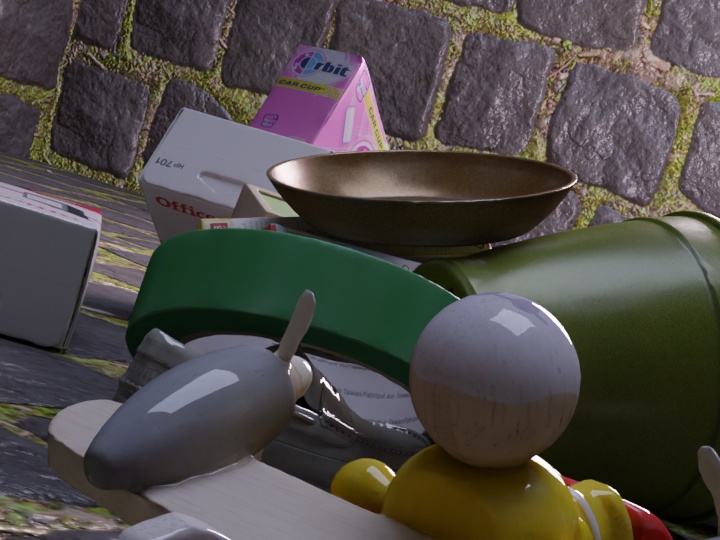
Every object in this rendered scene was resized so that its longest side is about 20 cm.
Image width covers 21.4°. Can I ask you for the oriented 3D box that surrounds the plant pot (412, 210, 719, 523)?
[{"bbox_3d":[0.125,0.059,1.192,0.192,0.202,0.200,2,9,-27],"label":"plant pot"}]

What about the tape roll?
[{"bbox_3d":[-0.024,0.044,1.022,0.199,0.049,0.201,13,-22,5],"label":"tape roll"}]

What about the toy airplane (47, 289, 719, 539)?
[{"bbox_3d":[0.011,0.072,0.484,0.198,0.142,0.199,17,3,-4],"label":"toy airplane"}]

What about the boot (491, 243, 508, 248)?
[{"bbox_3d":[0.165,0.007,1.486,0.137,0.078,0.200,-11,2,-12],"label":"boot"}]

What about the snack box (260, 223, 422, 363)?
[{"bbox_3d":[-0.024,0.036,1.266,0.199,0.053,0.142,14,-30,-39],"label":"snack box"}]

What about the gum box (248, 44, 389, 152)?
[{"bbox_3d":[-0.028,-0.080,1.649,0.066,0.114,0.201,14,-34,24],"label":"gum box"}]

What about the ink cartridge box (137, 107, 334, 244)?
[{"bbox_3d":[-0.086,-0.026,1.579,0.145,0.086,0.201,18,-32,20],"label":"ink cartridge box"}]

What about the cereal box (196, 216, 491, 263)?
[{"bbox_3d":[-0.022,0.009,1.319,0.198,0.040,0.144,-1,-26,-14],"label":"cereal box"}]

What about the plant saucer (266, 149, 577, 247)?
[{"bbox_3d":[0.039,-0.046,1.224,0.198,0.036,0.200,0,13,0],"label":"plant saucer"}]

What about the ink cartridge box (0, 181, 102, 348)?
[{"bbox_3d":[-0.252,-0.016,1.286,0.146,0.086,0.200,16,1,-9],"label":"ink cartridge box"}]

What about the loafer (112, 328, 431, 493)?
[{"bbox_3d":[-0.035,0.073,0.946,0.199,0.070,0.070,14,4,-45],"label":"loafer"}]

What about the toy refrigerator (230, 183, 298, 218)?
[{"bbox_3d":[0.000,0.000,1.432,0.199,0.070,0.076,19,12,-20],"label":"toy refrigerator"}]
